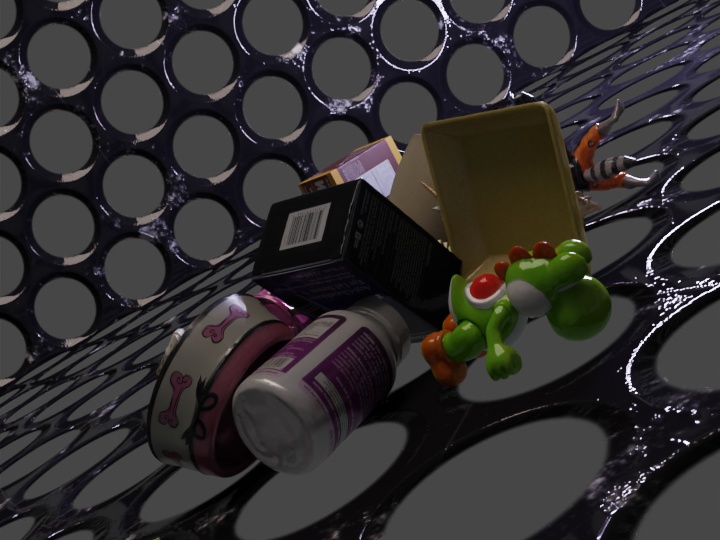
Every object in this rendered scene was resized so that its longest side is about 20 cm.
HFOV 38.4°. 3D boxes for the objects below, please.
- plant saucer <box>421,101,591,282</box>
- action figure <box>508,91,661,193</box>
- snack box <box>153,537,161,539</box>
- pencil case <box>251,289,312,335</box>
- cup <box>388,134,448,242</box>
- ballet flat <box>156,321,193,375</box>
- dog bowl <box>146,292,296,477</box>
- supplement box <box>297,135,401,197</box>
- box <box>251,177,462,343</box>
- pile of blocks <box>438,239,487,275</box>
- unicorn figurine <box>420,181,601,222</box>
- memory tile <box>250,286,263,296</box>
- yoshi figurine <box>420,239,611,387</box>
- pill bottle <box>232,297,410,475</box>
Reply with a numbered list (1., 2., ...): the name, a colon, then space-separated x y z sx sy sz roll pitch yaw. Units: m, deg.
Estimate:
1. plant saucer: 0.171 -0.084 1.157 0.048 0.202 0.199 -24 14 -35
2. action figure: 0.264 -0.146 1.347 0.192 0.200 0.105 -24 31 31
3. snack box: -0.242 0.310 0.830 0.141 0.053 0.200 -27 10 20
4. pencil case: -0.052 0.033 1.321 0.093 0.091 0.199 31 40 25
5. cup: 0.112 -0.068 1.412 0.144 0.200 0.200 -55 12 -3
6. ballet flat: -0.300 0.128 1.865 0.199 0.072 0.072 -25 10 25
7. dog bowl: -0.134 0.129 1.097 0.073 0.202 0.200 24 38 23
8. supplement box: -0.013 -0.217 2.589 0.199 0.134 0.197 -33 11 -26
9. box: 0.000 0.000 1.186 0.147 0.200 0.105 -12 54 41
10. pile of blocks: 0.090 0.015 1.310 0.199 0.062 0.083 -24 56 18
11. unicorn figurine: 0.183 -0.079 1.267 0.138 0.199 0.074 -51 14 44
12. memory tile: -0.160 0.100 1.431 0.200 0.017 0.154 -42 -30 -16
13. yoshi figurine: 0.156 0.049 0.974 0.111 0.113 0.200 12 -34 -33
14. pill bottle: -0.032 0.111 1.064 0.112 0.113 0.200 -20 13 43
